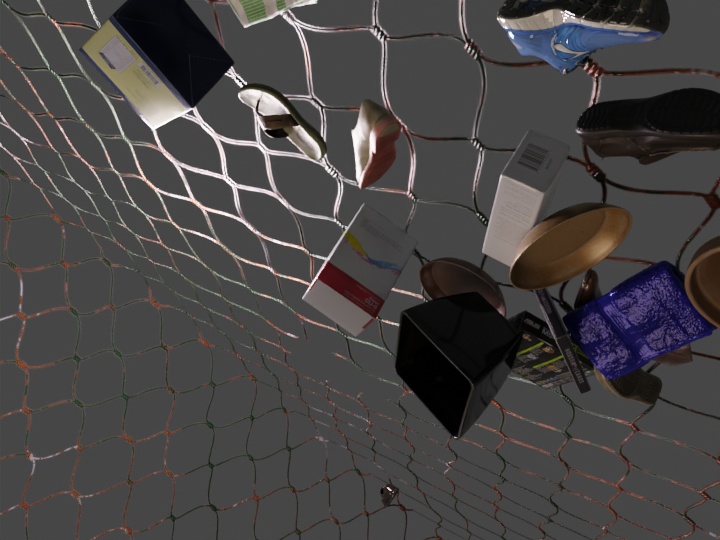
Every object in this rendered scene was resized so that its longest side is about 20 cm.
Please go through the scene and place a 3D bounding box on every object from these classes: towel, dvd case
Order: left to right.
[{"bbox_3d":[-0.160,-0.455,1.017,0.198,0.024,0.153,5,139,47],"label":"towel"},{"bbox_3d":[0.337,0.091,1.159,0.024,0.202,0.151,-24,127,14],"label":"dvd case"},{"bbox_3d":[0.440,0.087,1.061,0.148,0.050,0.199,44,125,-11],"label":"towel"}]

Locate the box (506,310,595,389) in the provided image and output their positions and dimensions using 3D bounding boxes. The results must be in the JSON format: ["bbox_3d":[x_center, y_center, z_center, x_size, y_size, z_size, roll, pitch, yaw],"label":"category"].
[{"bbox_3d":[0.358,0.168,1.366,0.191,0.048,0.200,30,155,-6],"label":"box"}]

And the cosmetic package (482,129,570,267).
[{"bbox_3d":[0.248,-0.102,1.019,0.073,0.102,0.201,27,154,18],"label":"cosmetic package"}]

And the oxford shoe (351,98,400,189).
[{"bbox_3d":[0.019,-0.218,1.164,0.074,0.070,0.201,51,154,16],"label":"oxford shoe"}]

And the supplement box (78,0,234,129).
[{"bbox_3d":[-0.381,-0.399,1.250,0.198,0.135,0.201,-2,136,51],"label":"supplement box"}]

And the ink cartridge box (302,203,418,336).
[{"bbox_3d":[0.000,0.000,1.379,0.143,0.202,0.145,33,155,-3],"label":"ink cartridge box"}]

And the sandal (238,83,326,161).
[{"bbox_3d":[-0.149,-0.275,1.262,0.200,0.058,0.080,40,154,-9],"label":"sandal"}]

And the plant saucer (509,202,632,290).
[{"bbox_3d":[0.307,-0.042,1.005,0.202,0.196,0.036,89,161,-59],"label":"plant saucer"}]

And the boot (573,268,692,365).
[{"bbox_3d":[0.460,0.081,1.115,0.197,0.065,0.188,19,152,27],"label":"boot"}]

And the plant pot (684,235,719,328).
[{"bbox_3d":[0.531,0.003,0.858,0.198,0.093,0.202,27,152,15],"label":"plant pot"}]

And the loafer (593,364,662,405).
[{"bbox_3d":[0.477,0.196,1.225,0.198,0.077,0.068,31,171,-36],"label":"loafer"}]

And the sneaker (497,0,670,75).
[{"bbox_3d":[0.255,-0.277,0.764,0.198,0.079,0.089,21,159,45],"label":"sneaker"}]

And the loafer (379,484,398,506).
[{"bbox_3d":[0.125,1.014,3.058,0.071,0.073,0.201,35,146,13],"label":"loafer"}]

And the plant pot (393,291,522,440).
[{"bbox_3d":[0.198,0.163,1.298,0.200,0.175,0.202,46,151,32],"label":"plant pot"}]

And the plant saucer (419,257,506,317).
[{"bbox_3d":[0.213,0.039,1.372,0.198,0.035,0.201,29,154,15],"label":"plant saucer"}]

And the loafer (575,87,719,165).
[{"bbox_3d":[0.363,-0.169,0.814,0.198,0.074,0.071,16,155,50],"label":"loafer"}]
